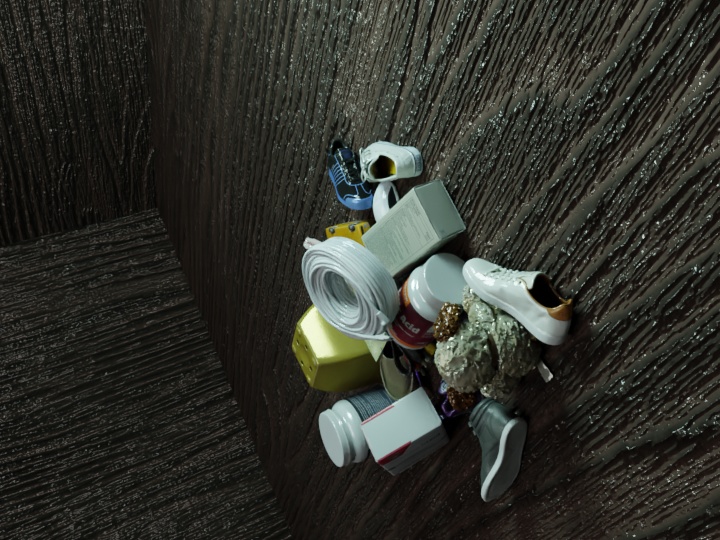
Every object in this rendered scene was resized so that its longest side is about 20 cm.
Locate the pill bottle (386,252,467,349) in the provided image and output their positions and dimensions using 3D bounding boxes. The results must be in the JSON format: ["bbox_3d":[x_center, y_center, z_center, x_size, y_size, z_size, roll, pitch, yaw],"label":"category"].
[{"bbox_3d":[0.123,0.058,1.193,0.116,0.112,0.201,64,154,18],"label":"pill bottle"}]

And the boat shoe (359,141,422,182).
[{"bbox_3d":[0.033,-0.200,1.257,0.201,0.084,0.077,24,127,58],"label":"boat shoe"}]

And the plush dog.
[{"bbox_3d":[0.192,0.126,1.019,0.160,0.168,0.205,2,108,65],"label":"plush dog"}]

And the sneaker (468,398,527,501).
[{"bbox_3d":[0.235,0.315,1.178,0.099,0.069,0.204,46,138,48],"label":"sneaker"}]

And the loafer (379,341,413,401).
[{"bbox_3d":[0.073,0.187,1.394,0.068,0.073,0.206,-59,-37,-78],"label":"loafer"}]

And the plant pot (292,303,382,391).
[{"bbox_3d":[-0.048,0.165,1.520,0.197,0.196,0.197,59,152,27],"label":"plant pot"}]

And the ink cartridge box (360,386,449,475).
[{"bbox_3d":[0.093,0.325,1.306,0.084,0.143,0.201,59,178,26],"label":"ink cartridge box"}]

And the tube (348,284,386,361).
[{"bbox_3d":[0.006,0.094,1.419,0.202,0.051,0.058,61,-178,36],"label":"tube"}]

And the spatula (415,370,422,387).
[{"bbox_3d":[0.121,0.164,1.370,0.057,0.020,0.205,-105,11,-70],"label":"spatula"}]

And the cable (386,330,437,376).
[{"bbox_3d":[0.078,0.130,1.325,0.201,0.050,0.097,50,122,7],"label":"cable"}]

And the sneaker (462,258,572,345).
[{"bbox_3d":[0.240,0.020,0.988,0.199,0.072,0.086,38,135,36],"label":"sneaker"}]

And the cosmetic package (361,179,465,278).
[{"bbox_3d":[0.091,-0.067,1.191,0.199,0.072,0.105,-38,77,53],"label":"cosmetic package"}]

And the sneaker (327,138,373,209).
[{"bbox_3d":[-0.026,-0.205,1.380,0.201,0.068,0.079,-123,24,-47],"label":"sneaker"}]

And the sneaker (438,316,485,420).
[{"bbox_3d":[0.182,0.183,1.177,0.074,0.086,0.205,36,136,52],"label":"sneaker"}]

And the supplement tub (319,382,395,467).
[{"bbox_3d":[0.018,0.347,1.492,0.140,0.196,0.143,42,141,47],"label":"supplement tub"}]

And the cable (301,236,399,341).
[{"bbox_3d":[-0.019,0.032,1.194,0.198,0.069,0.203,-8,113,53],"label":"cable"}]

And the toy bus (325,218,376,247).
[{"bbox_3d":[-0.014,-0.072,1.444,0.199,0.077,0.067,0,105,64],"label":"toy bus"}]

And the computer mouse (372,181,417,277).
[{"bbox_3d":[0.059,-0.081,1.326,0.109,0.043,0.205,-4,101,66],"label":"computer mouse"}]

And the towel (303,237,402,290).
[{"bbox_3d":[0.000,0.000,1.348,0.190,0.198,0.033,23,82,53],"label":"towel"}]
